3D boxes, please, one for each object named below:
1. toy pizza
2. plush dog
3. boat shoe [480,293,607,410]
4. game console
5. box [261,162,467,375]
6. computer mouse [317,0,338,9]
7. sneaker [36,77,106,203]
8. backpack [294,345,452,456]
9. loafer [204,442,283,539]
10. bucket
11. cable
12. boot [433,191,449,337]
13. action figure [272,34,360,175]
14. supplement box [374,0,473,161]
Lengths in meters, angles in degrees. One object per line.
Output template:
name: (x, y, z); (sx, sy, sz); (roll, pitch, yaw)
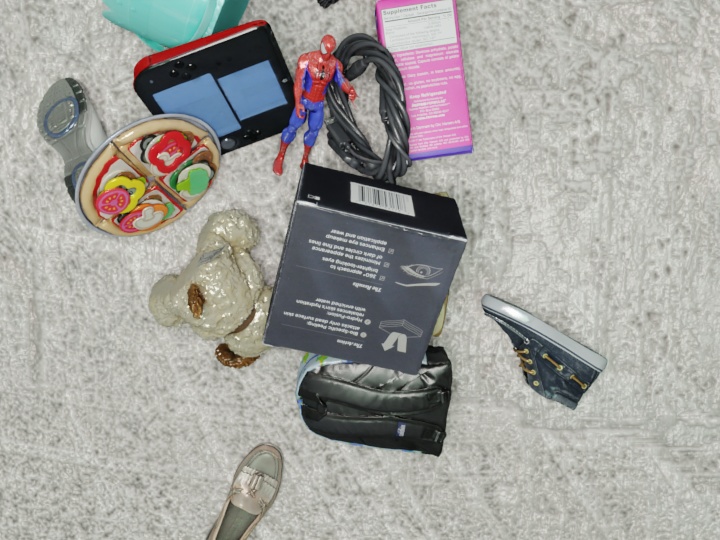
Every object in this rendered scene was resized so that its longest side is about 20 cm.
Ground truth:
toy pizza: (-0.262, -0.112, 0.943); (0.200, 0.200, 0.032); (-44, 65, 7)
plush dog: (-0.166, 0.045, 0.998); (0.172, 0.161, 0.200); (35, 101, -31)
boat shoe: (0.238, 0.114, 1.024); (0.200, 0.071, 0.091); (30, 94, -6)
game console: (-0.170, -0.216, 0.928); (0.176, 0.200, 0.031); (-16, 66, 4)
box: (0.000, 0.000, 0.894); (0.196, 0.118, 0.201); (13, 119, -8)
computer mouse: (-0.034, -0.404, 0.887); (0.139, 0.200, 0.053); (-49, 64, 10)
sneaker: (-0.369, -0.162, 0.994); (0.074, 0.087, 0.201); (-22, 80, 6)
backpack: (0.010, 0.164, 1.009); (0.199, 0.154, 0.164); (-4, 116, -11)
loafer: (-0.169, 0.348, 1.073); (0.072, 0.063, 0.201); (27, 98, -4)
bucket: (-0.208, -0.360, 0.899); (0.134, 0.207, 0.208); (27, 98, -8)
cable: (0.015, -0.196, 0.918); (0.051, 0.200, 0.164); (-8, 129, -29)
boot: (0.045, -0.012, 1.008); (0.154, 0.073, 0.201); (5, 107, -2)
action figure: (-0.058, -0.189, 0.924); (0.065, 0.099, 0.201); (3, 131, -21)
supplement box: (0.080, -0.245, 0.957); (0.103, 0.101, 0.201); (-7, 98, 2)
